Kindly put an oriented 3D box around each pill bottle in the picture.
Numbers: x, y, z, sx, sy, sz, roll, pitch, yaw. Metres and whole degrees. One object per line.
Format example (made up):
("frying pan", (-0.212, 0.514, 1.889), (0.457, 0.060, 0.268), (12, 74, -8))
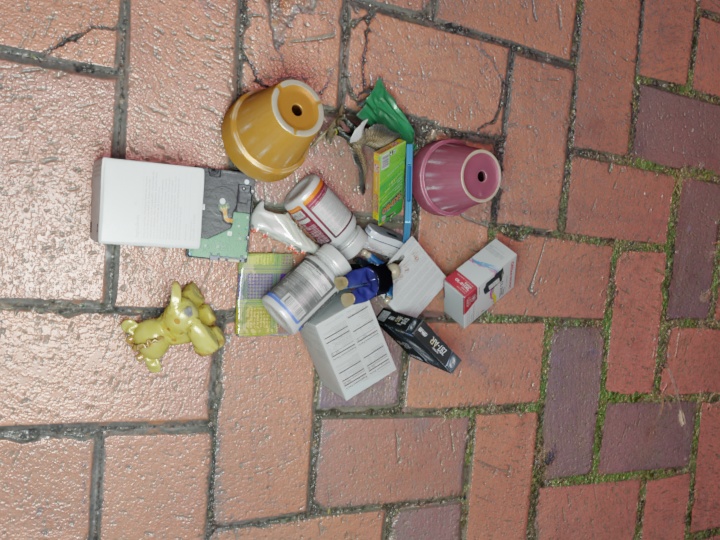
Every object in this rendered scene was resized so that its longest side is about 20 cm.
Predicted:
("pill bottle", (-0.079, -0.122, 1.602), (0.200, 0.109, 0.110), (46, 75, -23))
("pill bottle", (-0.119, 0.039, 1.547), (0.200, 0.113, 0.114), (-44, 112, -18))

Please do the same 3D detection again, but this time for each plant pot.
("plant pot", (0.253, -0.238, 1.721), (0.198, 0.178, 0.203), (-3, 96, -28))
("plant pot", (-0.176, -0.316, 1.464), (0.198, 0.183, 0.203), (8, 74, -31))

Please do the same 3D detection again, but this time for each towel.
("towel", (-0.226, 0.060, 1.595), (0.142, 0.023, 0.203), (0, 94, -26))

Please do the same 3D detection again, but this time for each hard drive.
("hard drive", (-0.312, -0.123, 1.511), (0.138, 0.038, 0.203), (5, 91, -17))

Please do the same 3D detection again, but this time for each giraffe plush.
("giraffe plush", (-0.406, 0.131, 1.444), (0.161, 0.200, 0.174), (-29, 76, 3))

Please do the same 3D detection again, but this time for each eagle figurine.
("eagle figurine", (0.002, -0.296, 1.613), (0.200, 0.151, 0.152), (40, 38, -31))

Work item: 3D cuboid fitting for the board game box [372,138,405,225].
("board game box", (0.070, -0.214, 1.664), (0.095, 0.030, 0.202), (-34, 137, -35))

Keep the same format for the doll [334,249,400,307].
("doll", (0.027, 0.017, 1.560), (0.199, 0.048, 0.138), (-18, 84, -46))

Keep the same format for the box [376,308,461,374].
("box", (0.140, 0.173, 1.694), (0.160, 0.199, 0.044), (46, 75, -24))

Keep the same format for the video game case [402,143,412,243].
("video game case", (0.115, -0.185, 1.653), (0.018, 0.143, 0.203), (2, 73, 3))

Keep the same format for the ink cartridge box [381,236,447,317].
("ink cartridge box", (0.118, 0.022, 1.715), (0.163, 0.057, 0.200), (-48, 125, -5))

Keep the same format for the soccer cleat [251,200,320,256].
("soccer cleat", (-0.166, -0.092, 1.587), (0.198, 0.069, 0.078), (26, 79, -24))

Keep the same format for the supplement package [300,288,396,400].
("supplement package", (-0.039, 0.171, 1.627), (0.150, 0.151, 0.202), (-28, 108, -20))

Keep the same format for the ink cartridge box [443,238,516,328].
("ink cartridge box", (0.318, 0.034, 1.801), (0.199, 0.083, 0.147), (-36, 145, -19))

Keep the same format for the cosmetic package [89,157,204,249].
("cosmetic package", (-0.439, -0.135, 1.386), (0.198, 0.164, 0.168), (3, 93, -28))

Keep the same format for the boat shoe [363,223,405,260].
("boat shoe", (0.079, -0.058, 1.721), (0.198, 0.074, 0.066), (23, 112, -31))

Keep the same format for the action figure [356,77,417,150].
("action figure", (0.076, -0.366, 1.689), (0.200, 0.054, 0.119), (41, 75, -31))

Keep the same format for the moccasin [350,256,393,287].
("moccasin", (0.000, 0.000, 1.670), (0.198, 0.080, 0.069), (-13, 106, -26))
